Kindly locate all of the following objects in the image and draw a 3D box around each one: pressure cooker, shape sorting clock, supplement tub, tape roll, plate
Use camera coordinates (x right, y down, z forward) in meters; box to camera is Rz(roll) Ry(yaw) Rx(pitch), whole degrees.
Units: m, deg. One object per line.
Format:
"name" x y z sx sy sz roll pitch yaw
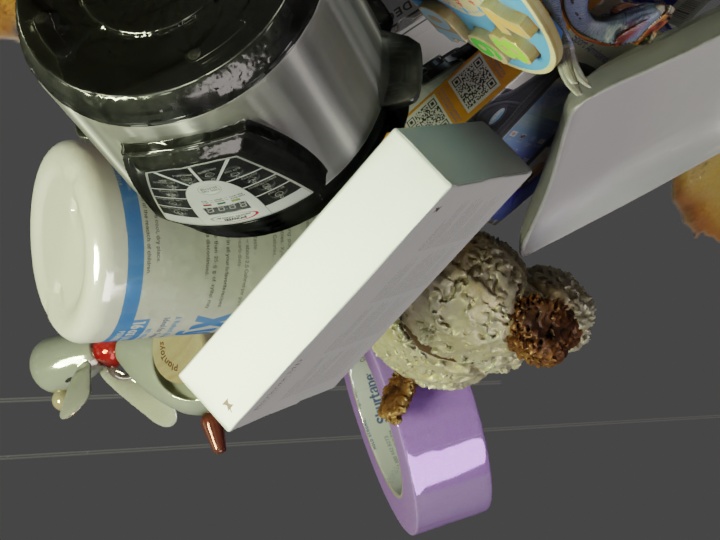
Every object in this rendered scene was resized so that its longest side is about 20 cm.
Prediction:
"pressure cooker" -0.072 -0.116 0.906 0.179 0.176 0.200 -46 152 -7
"shape sorting clock" 0.026 -0.171 0.872 0.039 0.200 0.200 -48 148 0
"supplement tub" -0.104 -0.024 1.078 0.199 0.132 0.132 -4 145 -28
"tape roll" 0.039 0.106 1.317 0.065 0.200 0.200 -16 150 -10
"plate" 0.192 -0.104 1.054 0.199 0.032 0.200 -27 160 -16

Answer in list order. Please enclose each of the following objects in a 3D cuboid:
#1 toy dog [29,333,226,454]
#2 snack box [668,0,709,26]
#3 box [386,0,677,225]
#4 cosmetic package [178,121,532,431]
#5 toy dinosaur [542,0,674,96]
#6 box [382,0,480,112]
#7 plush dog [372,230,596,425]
"toy dog" -0.151 0.087 1.188 0.132 0.097 0.200 5 169 -35
"snack box" 0.232 -0.243 1.043 0.116 0.037 0.200 9 138 -43
"box" 0.121 -0.117 1.050 0.200 0.042 0.119 -40 147 21
"cosmetic package" 0.000 0.000 0.975 0.200 0.052 0.151 -48 170 20
"toy dinosaur" 0.131 -0.202 0.909 0.105 0.200 0.182 -17 161 -6
"box" 0.062 -0.138 1.076 0.116 0.060 0.200 -32 149 16
"plush dog" 0.062 0.022 1.148 0.161 0.200 0.172 -56 175 -16
